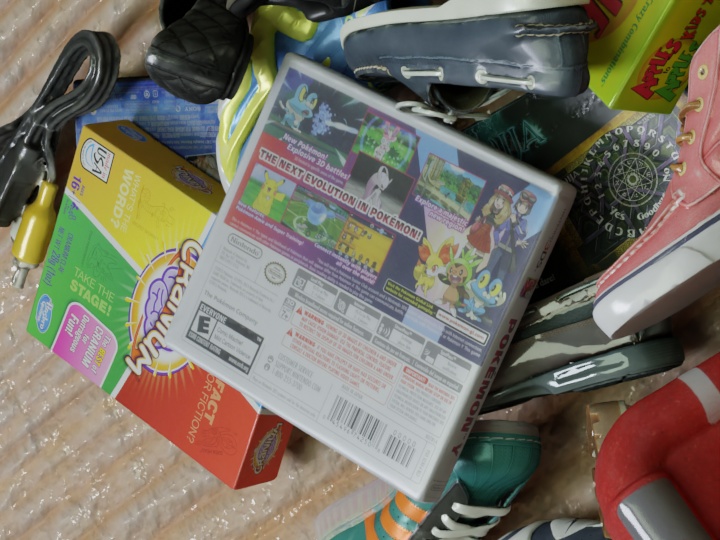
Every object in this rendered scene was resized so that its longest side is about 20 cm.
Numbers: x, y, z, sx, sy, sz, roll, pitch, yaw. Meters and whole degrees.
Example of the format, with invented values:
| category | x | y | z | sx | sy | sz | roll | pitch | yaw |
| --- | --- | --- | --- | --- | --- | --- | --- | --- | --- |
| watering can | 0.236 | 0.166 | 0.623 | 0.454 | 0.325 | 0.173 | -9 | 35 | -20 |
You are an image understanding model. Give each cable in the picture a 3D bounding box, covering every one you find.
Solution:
| category | x | y | z | sx | sy | sz | roll | pitch | yaw |
| --- | --- | --- | --- | --- | --- | --- | --- | --- | --- |
| cable | -0.203 | -0.088 | 1.416 | 0.200 | 0.050 | 0.097 | -55 | 43 | 30 |

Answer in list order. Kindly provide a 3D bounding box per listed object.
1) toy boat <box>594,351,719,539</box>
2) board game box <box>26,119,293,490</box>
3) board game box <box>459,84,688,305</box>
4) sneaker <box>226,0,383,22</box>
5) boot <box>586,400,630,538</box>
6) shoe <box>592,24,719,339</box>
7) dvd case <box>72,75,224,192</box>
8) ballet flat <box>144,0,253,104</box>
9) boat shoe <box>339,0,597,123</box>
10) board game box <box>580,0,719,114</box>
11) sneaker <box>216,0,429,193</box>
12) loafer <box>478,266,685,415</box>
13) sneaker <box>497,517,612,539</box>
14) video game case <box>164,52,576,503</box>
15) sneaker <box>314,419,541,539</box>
| category | x | y | z | sx | sy | sz | roll | pitch | yaw |
| --- | --- | --- | --- | --- | --- | --- | --- | --- | --- |
| toy boat | 0.209 | 0.075 | 1.000 | 0.131 | 0.200 | 0.131 | 55 | 169 | 24 |
| board game box | -0.112 | 0.018 | 1.335 | 0.200 | 0.040 | 0.153 | 33 | 116 | 31 |
| board game box | 0.129 | -0.042 | 1.158 | 0.200 | 0.028 | 0.135 | -27 | 79 | 40 |
| sneaker | -0.054 | -0.216 | 1.177 | 0.114 | 0.076 | 0.199 | -35 | 77 | -5 |
| boot | 0.180 | 0.153 | 1.076 | 0.107 | 0.075 | 0.200 | -7 | 65 | -1 |
| shoe | 0.178 | -0.058 | 1.055 | 0.200 | 0.071 | 0.091 | -39 | 75 | 9 |
| dvd case | -0.124 | -0.024 | 1.377 | 0.143 | 0.018 | 0.200 | 2 | 97 | 39 |
| ballet flat | -0.099 | -0.150 | 1.253 | 0.200 | 0.057 | 0.067 | -112 | 44 | -67 |
| boat shoe | 0.053 | -0.107 | 1.105 | 0.200 | 0.075 | 0.062 | -3 | 94 | 56 |
| board game box | 0.111 | -0.181 | 1.112 | 0.200 | 0.048 | 0.102 | 52 | 126 | 37 |
| sneaker | -0.016 | -0.112 | 1.237 | 0.105 | 0.076 | 0.200 | 26 | 112 | 33 |
| loafer | 0.077 | 0.042 | 1.159 | 0.200 | 0.072 | 0.063 | -15 | 83 | 29 |
| sneaker | 0.148 | 0.221 | 1.150 | 0.130 | 0.079 | 0.199 | -30 | 68 | 47 |
| video game case | 0.000 | 0.000 | 1.163 | 0.200 | 0.023 | 0.182 | 29 | 99 | 34 |
| sneaker | 0.042 | 0.148 | 1.215 | 0.200 | 0.071 | 0.080 | -43 | 48 | 49 |
